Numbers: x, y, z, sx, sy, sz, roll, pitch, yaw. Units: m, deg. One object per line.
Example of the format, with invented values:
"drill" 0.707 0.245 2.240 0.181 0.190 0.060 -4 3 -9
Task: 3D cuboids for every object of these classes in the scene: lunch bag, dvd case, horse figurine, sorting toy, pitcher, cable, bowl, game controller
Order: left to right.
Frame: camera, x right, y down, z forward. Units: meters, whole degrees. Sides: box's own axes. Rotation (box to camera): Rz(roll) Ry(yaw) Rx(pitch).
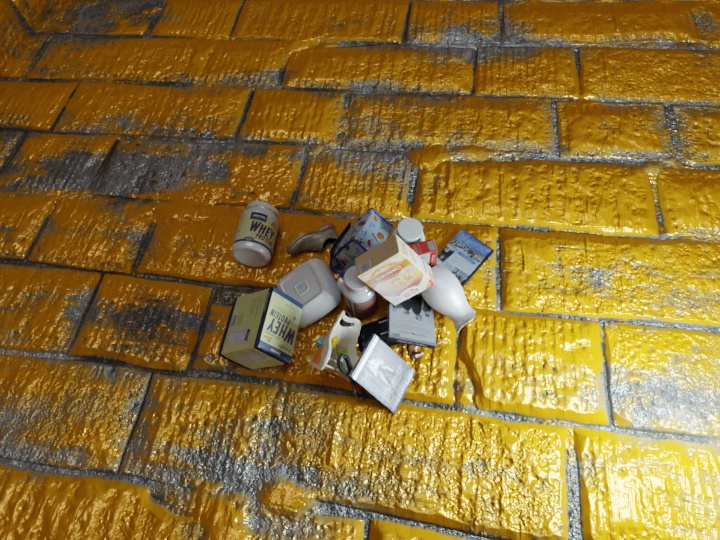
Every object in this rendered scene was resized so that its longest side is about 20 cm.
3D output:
"bowl" -0.181 0.067 1.716 0.199 0.075 0.201 -33 62 5
"sorting toy" -0.064 0.217 1.538 0.106 0.200 0.182 20 79 33
"cable" -0.027 0.313 1.521 0.050 0.200 0.098 12 70 44
"lunch bag" -0.013 -0.086 1.685 0.124 0.200 0.171 41 52 -12
"dvd case" 0.069 0.309 1.535 0.016 0.200 0.150 -8 44 55
"game controller" 0.081 0.195 1.640 0.198 0.042 0.105 -20 40 14
"dvd case" 0.156 0.148 1.597 0.148 0.025 0.202 11 43 -6
"horse figurine" 0.180 0.185 1.654 0.131 0.050 0.202 -22 60 -7
"pitcher" 0.282 0.084 1.629 0.121 0.171 0.201 -43 77 18
"dvd case" 0.349 -0.041 1.788 0.142 0.018 0.200 37 69 23

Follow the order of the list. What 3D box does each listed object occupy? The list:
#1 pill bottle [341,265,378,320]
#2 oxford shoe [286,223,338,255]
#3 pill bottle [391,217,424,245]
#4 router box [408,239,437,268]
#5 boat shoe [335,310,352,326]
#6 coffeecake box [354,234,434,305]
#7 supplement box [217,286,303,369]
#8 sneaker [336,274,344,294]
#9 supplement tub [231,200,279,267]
"pill bottle" -0.001 0.071 1.651 0.110 0.201 0.114 -2 59 4
"oxford shoe" -0.169 -0.098 1.845 0.198 0.071 0.075 -28 66 -9
"pill bottle" 0.154 -0.084 1.700 0.110 0.201 0.113 1 62 -1
"router box" 0.153 -0.005 1.661 0.177 0.201 0.049 -14 57 -4
"boat shoe" -0.062 0.226 1.647 0.071 0.060 0.202 7 62 9
"coffeecake box" 0.103 0.003 1.531 0.152 0.199 0.074 -30 46 24
"supplement box" -0.310 0.184 1.605 0.198 0.134 0.202 -15 53 37
"sneaker" 0.000 0.000 1.758 0.114 0.074 0.202 9 59 25
"supplement tub" -0.371 -0.131 1.838 0.143 0.146 0.202 4 60 8
